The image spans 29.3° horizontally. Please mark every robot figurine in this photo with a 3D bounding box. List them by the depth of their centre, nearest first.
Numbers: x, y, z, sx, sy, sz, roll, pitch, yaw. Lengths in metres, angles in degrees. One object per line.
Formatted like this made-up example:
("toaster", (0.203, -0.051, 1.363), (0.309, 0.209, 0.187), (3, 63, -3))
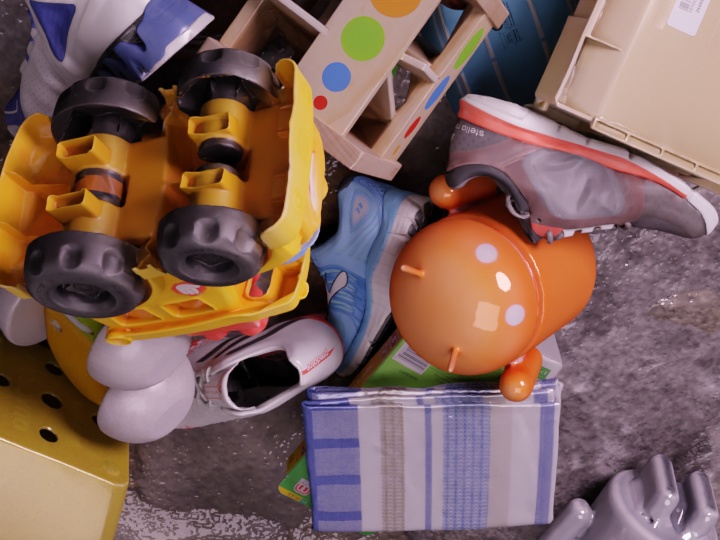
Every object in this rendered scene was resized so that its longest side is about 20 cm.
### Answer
("robot figurine", (0.098, 0.009, 1.000), (0.117, 0.200, 0.144), (26, 118, 25))
("robot figurine", (0.246, 0.262, 1.254), (0.170, 0.113, 0.200), (25, 118, -5))

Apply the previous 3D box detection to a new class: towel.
("towel", (0.057, 0.146, 1.074), (0.200, 0.024, 0.147), (-3, 123, 1))

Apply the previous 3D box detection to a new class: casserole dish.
("casserole dish", (0.110, -0.167, 0.993), (0.121, 0.039, 0.200), (-21, 123, 7))

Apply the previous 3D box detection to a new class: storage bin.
("storage bin", (0.237, -0.166, 0.936), (0.198, 0.094, 0.200), (21, 97, -19))

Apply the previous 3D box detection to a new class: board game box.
("board game box", (0.026, 0.123, 1.086), (0.096, 0.030, 0.200), (30, 113, -18))

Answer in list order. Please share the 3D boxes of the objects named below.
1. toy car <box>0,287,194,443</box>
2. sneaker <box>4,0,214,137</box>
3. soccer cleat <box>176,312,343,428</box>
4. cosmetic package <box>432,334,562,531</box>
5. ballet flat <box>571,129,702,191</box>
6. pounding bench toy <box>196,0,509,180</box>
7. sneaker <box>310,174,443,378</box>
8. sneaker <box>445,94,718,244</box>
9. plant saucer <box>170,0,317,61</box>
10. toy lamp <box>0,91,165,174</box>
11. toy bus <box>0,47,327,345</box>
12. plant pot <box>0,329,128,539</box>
("toy car", (-0.173, 0.013, 1.011), (0.150, 0.175, 0.200), (-40, 158, -26))
("sneaker", (-0.187, -0.167, 0.906), (0.199, 0.081, 0.115), (-22, 109, 49))
("soccer cleat", (-0.104, 0.087, 1.084), (0.200, 0.085, 0.069), (-19, 102, 28))
("cosmetic package", (0.065, 0.108, 1.143), (0.108, 0.085, 0.200), (23, 117, -17))
("ballet flat", (0.201, -0.077, 1.023), (0.200, 0.074, 0.074), (-11, 125, -10))
("pounding bench toy", (0.013, -0.160, 0.919), (0.124, 0.200, 0.156), (37, 98, 10))
("sneaker", (0.000, 0.000, 1.081), (0.090, 0.078, 0.200), (33, 135, 16))
("sneaker", (0.147, -0.052, 0.951), (0.200, 0.077, 0.082), (22, 95, -8))
("plant saucer", (-0.111, -0.226, 0.929), (0.200, 0.032, 0.200), (-3, 123, -5))
("toy lamp", (-0.168, -0.078, 0.941), (0.058, 0.200, 0.058), (22, 128, 32))
("toy bus", (-0.093, -0.021, 0.843), (0.200, 0.136, 0.192), (-11, 147, 24))
("plant pot", (-0.280, 0.163, 1.072), (0.200, 0.200, 0.176), (28, 113, -23))
